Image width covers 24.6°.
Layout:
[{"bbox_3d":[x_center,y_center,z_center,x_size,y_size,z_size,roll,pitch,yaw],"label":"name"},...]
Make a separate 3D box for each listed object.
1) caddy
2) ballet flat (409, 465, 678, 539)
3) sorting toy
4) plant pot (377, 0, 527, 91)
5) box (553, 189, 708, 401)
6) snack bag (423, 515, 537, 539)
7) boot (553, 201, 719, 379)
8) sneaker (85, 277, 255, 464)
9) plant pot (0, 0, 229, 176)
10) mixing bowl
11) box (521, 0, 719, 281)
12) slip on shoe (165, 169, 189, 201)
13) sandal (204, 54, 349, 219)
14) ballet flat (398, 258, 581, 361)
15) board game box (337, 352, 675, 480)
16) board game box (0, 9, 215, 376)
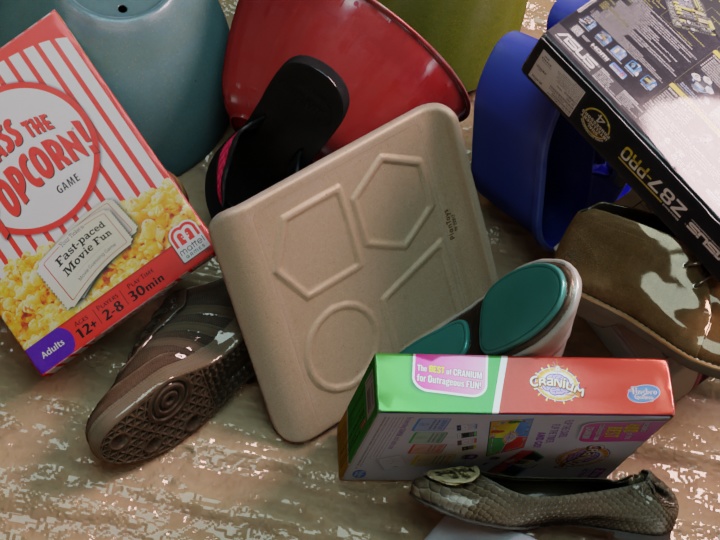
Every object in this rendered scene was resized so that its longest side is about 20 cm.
[{"bbox_3d":[0.163,-0.106,1.238,0.105,0.201,0.141,35,57,29],"label":"caddy"},{"bbox_3d":[0.130,0.153,1.142,0.198,0.067,0.047,9,102,-14],"label":"ballet flat"},{"bbox_3d":[0.000,0.000,1.172,0.199,0.187,0.036,-28,28,-22],"label":"sorting toy"},{"bbox_3d":[0.066,-0.274,1.291,0.185,0.201,0.189,9,53,-12],"label":"plant pot"},{"bbox_3d":[0.258,-0.011,1.206,0.199,0.109,0.128,-35,71,-1],"label":"box"},{"bbox_3d":[0.085,0.249,1.062,0.199,0.022,0.188,23,54,39],"label":"snack bag"},{"bbox_3d":[0.222,0.018,1.098,0.199,0.076,0.074,25,18,16],"label":"boot"},{"bbox_3d":[-0.125,0.059,1.167,0.075,0.071,0.199,34,55,31],"label":"sneaker"},{"bbox_3d":[-0.186,-0.181,1.242,0.198,0.135,0.202,5,60,-9],"label":"plant pot"},{"bbox_3d":[-0.028,-0.128,1.227,0.199,0.200,0.109,32,80,8],"label":"mixing bowl"},{"bbox_3d":[0.231,-0.113,1.117,0.161,0.049,0.200,-37,78,-29],"label":"box"},{"bbox_3d":[-0.219,-0.042,1.193,0.198,0.061,0.075,-8,79,-15],"label":"slip on shoe"},{"bbox_3d":[-0.069,-0.073,1.162,0.075,0.200,0.045,33,50,0],"label":"sandal"},{"bbox_3d":[0.097,0.050,1.125,0.069,0.200,0.070,19,55,-30],"label":"ballet flat"},{"bbox_3d":[0.093,0.103,1.122,0.198,0.153,0.041,2,66,-11],"label":"board game box"},{"bbox_3d":[-0.213,-0.052,1.141,0.151,0.046,0.201,-36,89,-3],"label":"board game box"}]
